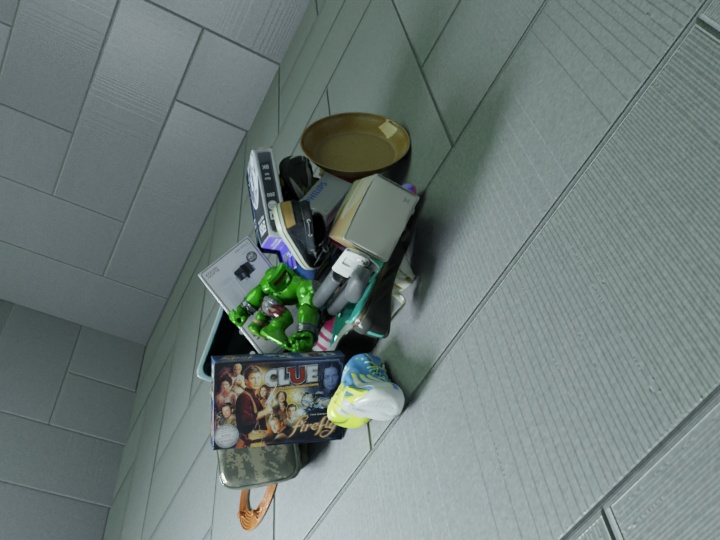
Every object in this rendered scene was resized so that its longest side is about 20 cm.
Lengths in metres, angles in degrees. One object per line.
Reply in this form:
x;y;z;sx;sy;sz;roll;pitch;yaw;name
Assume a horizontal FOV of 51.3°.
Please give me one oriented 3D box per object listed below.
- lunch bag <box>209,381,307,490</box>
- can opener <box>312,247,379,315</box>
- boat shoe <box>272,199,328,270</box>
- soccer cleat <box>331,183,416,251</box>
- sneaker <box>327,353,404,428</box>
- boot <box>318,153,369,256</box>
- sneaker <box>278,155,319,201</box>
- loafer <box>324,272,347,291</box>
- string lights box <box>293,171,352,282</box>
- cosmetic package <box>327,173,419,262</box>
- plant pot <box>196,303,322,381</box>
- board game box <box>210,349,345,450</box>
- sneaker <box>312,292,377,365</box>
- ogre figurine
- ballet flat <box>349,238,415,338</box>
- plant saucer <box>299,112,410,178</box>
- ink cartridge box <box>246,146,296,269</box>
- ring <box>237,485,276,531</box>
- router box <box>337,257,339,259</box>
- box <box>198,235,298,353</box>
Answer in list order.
-0.166;0.256;1.254;0.168;0.138;0.202;89;171;-77;lunch bag
-0.029;0.028;1.079;0.067;0.053;0.200;-66;8;-29;can opener
-0.081;-0.055;1.178;0.200;0.062;0.075;61;-168;-67;boat shoe
0.024;-0.082;1.253;0.200;0.076;0.067;-46;31;50;soccer cleat
0.008;0.157;1.056;0.200;0.075;0.106;-35;38;59;sneaker
-0.020;-0.116;1.407;0.075;0.106;0.202;-59;-28;-63;boot
-0.124;-0.149;1.340;0.200;0.084;0.075;56;-146;-75;sneaker
0.000;0.000;1.246;0.200;0.067;0.077;-47;29;46;loafer
-0.076;-0.062;1.331;0.103;0.059;0.201;-54;-15;-43;string lights box
0.013;-0.077;1.096;0.106;0.071;0.200;-63;9;-2;cosmetic package
-0.193;0.134;1.462;0.200;0.194;0.198;167;122;-79;plant pot
-0.124;0.193;1.129;0.035;0.198;0.137;-150;60;-69;board game box
-0.045;0.105;1.232;0.200;0.083;0.121;-46;33;33;sneaker
-0.128;0.058;1.225;0.121;0.098;0.200;-62;24;-11;ogre figurine
0.038;0.022;1.108;0.068;0.068;0.201;-46;18;49;ballet flat
-0.010;-0.221;1.357;0.201;0.198;0.036;-93;3;-49;plant saucer
-0.157;-0.090;1.290;0.198;0.043;0.202;153;105;-77;ink cartridge box
-0.197;0.395;1.441;0.201;0.019;0.201;-54;24;38;ring
-0.090;-0.034;1.542;0.157;0.052;0.202;3;73;69;router box
-0.183;0.052;1.336;0.116;0.200;0.060;-40;5;-10;box
